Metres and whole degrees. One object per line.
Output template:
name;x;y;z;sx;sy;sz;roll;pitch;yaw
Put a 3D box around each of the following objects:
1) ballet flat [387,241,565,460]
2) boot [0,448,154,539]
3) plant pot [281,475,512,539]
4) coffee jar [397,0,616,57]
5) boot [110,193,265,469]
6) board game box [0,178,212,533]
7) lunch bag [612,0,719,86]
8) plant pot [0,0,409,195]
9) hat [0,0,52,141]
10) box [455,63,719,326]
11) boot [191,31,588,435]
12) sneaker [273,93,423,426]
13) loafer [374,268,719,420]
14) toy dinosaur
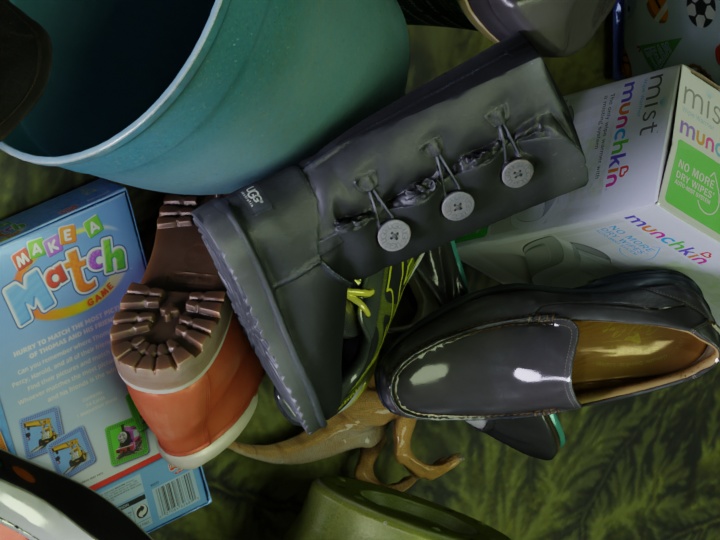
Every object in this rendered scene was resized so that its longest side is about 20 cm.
ballet flat;0.045;0.034;1.544;0.068;0.068;0.201;-29;90;-17
boot;-0.205;0.175;1.414;0.199;0.072;0.145;30;100;-23
plant pot;0.004;0.228;1.517;0.200;0.200;0.194;17;93;-35
coffee jar;0.065;-0.180;1.449;0.085;0.200;0.105;38;81;-33
boot;-0.076;0.016;1.473;0.108;0.075;0.201;75;33;-44
board game box;-0.176;0.069;1.459;0.151;0.037;0.201;-24;116;-25
lunch bag;0.236;-0.203;1.575;0.123;0.170;0.201;-11;109;-35
plant pot;-0.078;-0.128;1.386;0.188;0.200;0.201;21;91;-47
hat;-0.252;-0.077;1.304;0.200;0.201;0.081;-16;138;-28
box;0.187;-0.028;1.574;0.200;0.176;0.097;29;64;-35
boot;0.028;-0.017;1.387;0.199;0.066;0.165;-30;135;-9
sneaker;0.000;0.000;1.467;0.074;0.085;0.201;14;106;1
loafer;0.107;0.047;1.475;0.199;0.072;0.073;-15;111;-7
toy dinosaur;0.000;0.090;1.577;0.200;0.060;0.107;-37;98;-27
